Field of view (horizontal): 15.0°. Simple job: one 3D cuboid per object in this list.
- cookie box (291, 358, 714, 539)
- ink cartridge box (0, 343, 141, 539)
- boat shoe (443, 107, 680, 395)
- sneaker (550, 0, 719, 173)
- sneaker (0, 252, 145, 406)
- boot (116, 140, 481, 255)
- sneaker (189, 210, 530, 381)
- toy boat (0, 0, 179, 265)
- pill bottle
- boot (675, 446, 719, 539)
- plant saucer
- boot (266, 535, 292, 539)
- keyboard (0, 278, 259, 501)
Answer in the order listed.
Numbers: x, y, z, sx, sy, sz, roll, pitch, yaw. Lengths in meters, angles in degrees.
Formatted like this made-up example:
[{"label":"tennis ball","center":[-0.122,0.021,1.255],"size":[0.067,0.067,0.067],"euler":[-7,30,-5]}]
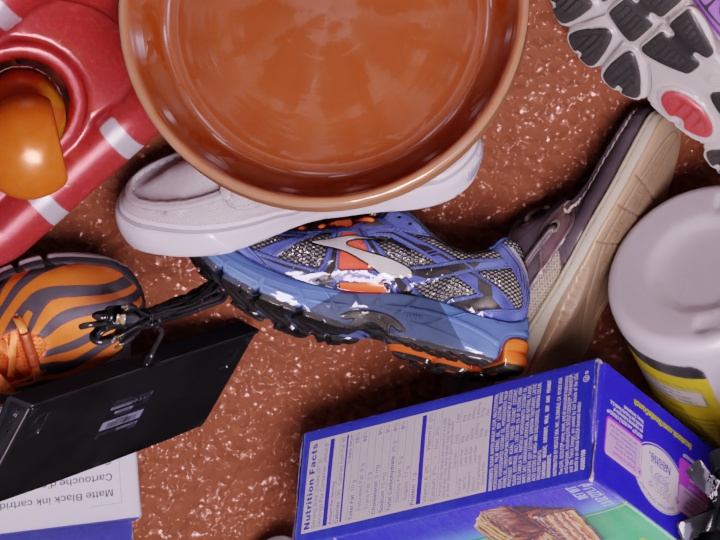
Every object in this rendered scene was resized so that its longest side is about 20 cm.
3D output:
[{"label":"cookie box","center":[0.091,0.135,1.488],"size":[0.199,0.076,0.171],"euler":[-17,142,36]},{"label":"ink cartridge box","center":[-0.220,0.101,1.492],"size":[0.198,0.041,0.201],"euler":[-7,116,-10]},{"label":"boat shoe","center":[0.109,-0.006,1.506],"size":[0.201,0.065,0.072],"euler":[-63,155,5]},{"label":"sneaker","center":[0.182,-0.124,1.474],"size":[0.200,0.084,0.081],"euler":[44,133,-13]},{"label":"sneaker","center":[-0.199,0.059,1.392],"size":[0.199,0.112,0.078],"euler":[-21,112,-4]},{"label":"boot","center":[-0.043,-0.073,1.400],"size":[0.199,0.074,0.096],"euler":[-12,132,13]},{"label":"sneaker","center":[0.000,0.000,1.474],"size":[0.199,0.075,0.079],"euler":[16,75,1]},{"label":"toy boat","center":[-0.168,-0.078,1.371],"size":[0.200,0.131,0.131],"euler":[-41,117,7]},{"label":"pill bottle","center":[0.218,0.055,1.513],"size":[0.114,0.115,0.200],"euler":[-30,135,2]},{"label":"boot","center":[0.257,0.092,1.429],"size":[0.198,0.073,0.163],"euler":[8,101,-42]},{"label":"plant saucer","center":[-0.017,-0.126,1.325],"size":[0.199,0.032,0.202],"euler":[-1,79,5]},{"label":"boot","center":[-0.055,0.245,1.589],"size":[0.095,0.074,0.200],"euler":[21,115,-29]},{"label":"keyboard","center":[-0.120,0.054,1.429],"size":[0.021,0.200,0.127],"euler":[41,119,19]}]
